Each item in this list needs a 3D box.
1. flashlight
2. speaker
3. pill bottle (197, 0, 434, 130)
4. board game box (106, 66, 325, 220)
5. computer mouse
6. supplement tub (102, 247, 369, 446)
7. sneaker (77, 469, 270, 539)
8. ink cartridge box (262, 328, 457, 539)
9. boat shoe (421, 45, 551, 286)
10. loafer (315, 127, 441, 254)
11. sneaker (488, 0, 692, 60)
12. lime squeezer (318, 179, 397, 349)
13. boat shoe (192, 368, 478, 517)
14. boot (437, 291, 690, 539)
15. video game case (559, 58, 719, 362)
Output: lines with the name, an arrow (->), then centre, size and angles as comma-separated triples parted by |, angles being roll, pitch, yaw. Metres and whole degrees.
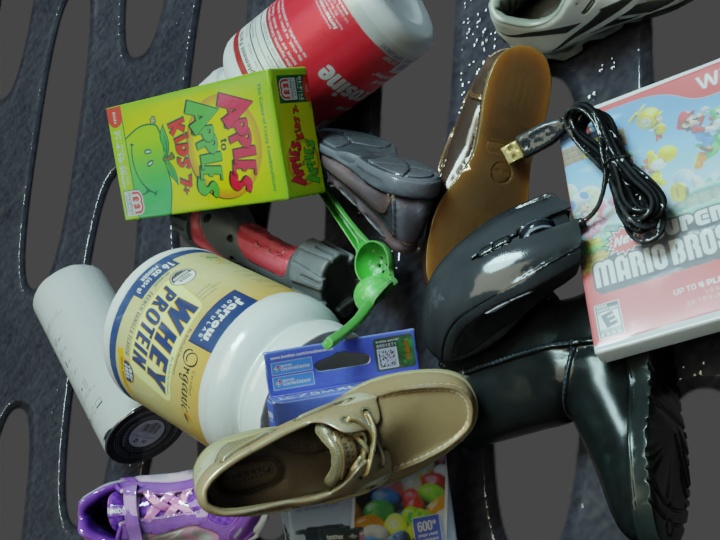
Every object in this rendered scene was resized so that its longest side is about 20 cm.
flashlight -> -0.085, -0.026, 0.950 | 0.200, 0.068, 0.068 | 24, 96, 41
speaker -> -0.243, 0.084, 1.032 | 0.081, 0.081, 0.200 | -51, 52, 15
pill bottle -> -0.044, -0.184, 0.937 | 0.200, 0.112, 0.112 | -33, 59, 27
board game box -> -0.126, -0.103, 0.907 | 0.200, 0.048, 0.102 | -4, 97, 40
computer mouse -> 0.103, -0.036, 0.751 | 0.200, 0.046, 0.141 | -36, 46, 26
supplement tub -> -0.100, 0.073, 0.882 | 0.200, 0.144, 0.145 | 22, 90, 40
sneaker -> -0.168, 0.207, 0.931 | 0.200, 0.088, 0.081 | -17, 65, 32
ink cartridge box -> 0.002, 0.148, 0.766 | 0.042, 0.119, 0.201 | 162, 100, -79
boat shoe -> 0.095, -0.072, 0.831 | 0.070, 0.070, 0.200 | -166, 96, -78
loafer -> 0.004, -0.069, 0.867 | 0.200, 0.072, 0.063 | -136, 51, -64
sneaker -> 0.183, -0.219, 0.783 | 0.200, 0.088, 0.074 | -31, 66, 27
lime squeezer -> 0.000, 0.000, 0.838 | 0.038, 0.071, 0.200 | -33, 35, 22
boat shoe -> -0.011, 0.120, 0.711 | 0.200, 0.065, 0.071 | -20, 93, -9
boot -> 0.132, 0.097, 0.740 | 0.162, 0.073, 0.199 | -15, 60, 32
video game case -> 0.211, -0.046, 0.716 | 0.143, 0.017, 0.200 | -19, 51, 24
